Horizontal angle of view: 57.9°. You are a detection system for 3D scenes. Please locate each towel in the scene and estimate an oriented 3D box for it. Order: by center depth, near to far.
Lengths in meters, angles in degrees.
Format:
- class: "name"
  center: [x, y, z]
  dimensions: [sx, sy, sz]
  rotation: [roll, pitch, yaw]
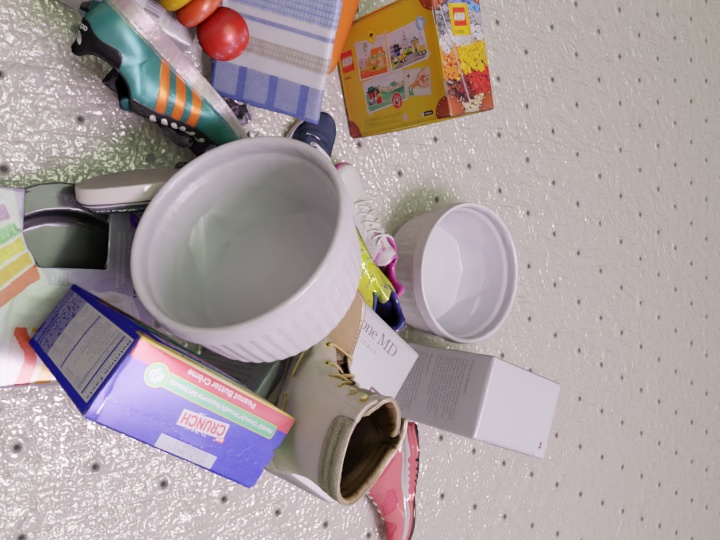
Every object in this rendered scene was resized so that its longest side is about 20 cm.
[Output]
- class: "towel"
  center: [-0.093, -0.275, 0.712]
  dimensions: [0.024, 0.147, 0.200]
  rotation: [-53, 159, -60]

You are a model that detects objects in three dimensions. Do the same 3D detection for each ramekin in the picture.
- class: "ramekin"
  center: [-0.094, -0.012, 0.596]
  dimensions: [0.200, 0.200, 0.105]
  rotation: [-60, 151, -20]
- class: "ramekin"
  center: [0.127, 0.004, 0.952]
  dimensions: [0.200, 0.105, 0.201]
  rotation: [-1, 91, -37]

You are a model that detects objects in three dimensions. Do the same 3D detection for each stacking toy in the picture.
- class: "stacking toy"
  center: [-0.187, -0.292, 0.642]
  dimensions: [0.200, 0.085, 0.085]
  rotation: [50, 63, -34]

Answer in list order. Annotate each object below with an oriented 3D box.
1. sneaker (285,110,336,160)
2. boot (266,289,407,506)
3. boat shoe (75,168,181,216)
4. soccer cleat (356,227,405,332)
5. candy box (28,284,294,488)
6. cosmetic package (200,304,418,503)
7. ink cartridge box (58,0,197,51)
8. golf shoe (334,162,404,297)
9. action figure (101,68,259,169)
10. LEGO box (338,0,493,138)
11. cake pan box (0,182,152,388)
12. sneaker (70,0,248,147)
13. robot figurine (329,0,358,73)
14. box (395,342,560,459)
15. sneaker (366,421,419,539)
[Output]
- class: "sneaker"
  center: [-0.060, -0.117, 0.802]
  dimensions: [0.070, 0.108, 0.200]
  rotation: [38, 69, -33]
- class: "boot"
  center: [-0.014, 0.104, 0.605]
  dimensions: [0.072, 0.155, 0.200]
  rotation: [36, 70, -31]
- class: "boat shoe"
  center: [-0.186, -0.057, 0.677]
  dimensions: [0.200, 0.075, 0.093]
  rotation: [-11, 114, -32]
- class: "soccer cleat"
  center: [0.001, 0.000, 0.761]
  dimensions: [0.065, 0.084, 0.200]
  rotation: [-45, 134, -17]
- class: "candy box"
  center: [-0.184, 0.100, 0.588]
  dimensions: [0.169, 0.200, 0.077]
  rotation: [40, 76, -37]
- class: "cosmetic package"
  center: [-0.075, 0.125, 0.760]
  dimensions: [0.165, 0.165, 0.200]
  rotation: [45, 65, -29]
- class: "ink cartridge box"
  center: [-0.258, -0.322, 0.670]
  dimensions: [0.200, 0.067, 0.116]
  rotation: [24, 76, -36]
- class: "golf shoe"
  center: [0.010, -0.047, 0.865]
  dimensions: [0.075, 0.091, 0.200]
  rotation: [-23, 105, -47]
- class: "action figure"
  center: [-0.189, -0.156, 0.728]
  dimensions: [0.200, 0.069, 0.130]
  rotation: [45, 62, -32]
- class: "LEGO box"
  center: [0.062, -0.260, 0.835]
  dimensions: [0.077, 0.200, 0.149]
  rotation: [-17, 102, -35]
- class: "cake pan box"
  center: [-0.303, 0.014, 0.656]
  dimensions: [0.184, 0.052, 0.200]
  rotation: [5, 88, -40]
- class: "sneaker"
  center: [-0.193, -0.174, 0.644]
  dimensions: [0.080, 0.071, 0.200]
  rotation: [-44, 131, -2]
- class: "robot figurine"
  center: [-0.064, -0.317, 0.788]
  dimensions: [0.144, 0.117, 0.200]
  rotation: [28, 74, -35]
- class: "box"
  center: [0.144, 0.176, 0.909]
  dimensions: [0.152, 0.200, 0.107]
  rotation: [25, 76, -36]
- class: "sneaker"
  center: [0.036, 0.303, 0.925]
  dimensions: [0.087, 0.074, 0.200]
  rotation: [3, 106, 2]
